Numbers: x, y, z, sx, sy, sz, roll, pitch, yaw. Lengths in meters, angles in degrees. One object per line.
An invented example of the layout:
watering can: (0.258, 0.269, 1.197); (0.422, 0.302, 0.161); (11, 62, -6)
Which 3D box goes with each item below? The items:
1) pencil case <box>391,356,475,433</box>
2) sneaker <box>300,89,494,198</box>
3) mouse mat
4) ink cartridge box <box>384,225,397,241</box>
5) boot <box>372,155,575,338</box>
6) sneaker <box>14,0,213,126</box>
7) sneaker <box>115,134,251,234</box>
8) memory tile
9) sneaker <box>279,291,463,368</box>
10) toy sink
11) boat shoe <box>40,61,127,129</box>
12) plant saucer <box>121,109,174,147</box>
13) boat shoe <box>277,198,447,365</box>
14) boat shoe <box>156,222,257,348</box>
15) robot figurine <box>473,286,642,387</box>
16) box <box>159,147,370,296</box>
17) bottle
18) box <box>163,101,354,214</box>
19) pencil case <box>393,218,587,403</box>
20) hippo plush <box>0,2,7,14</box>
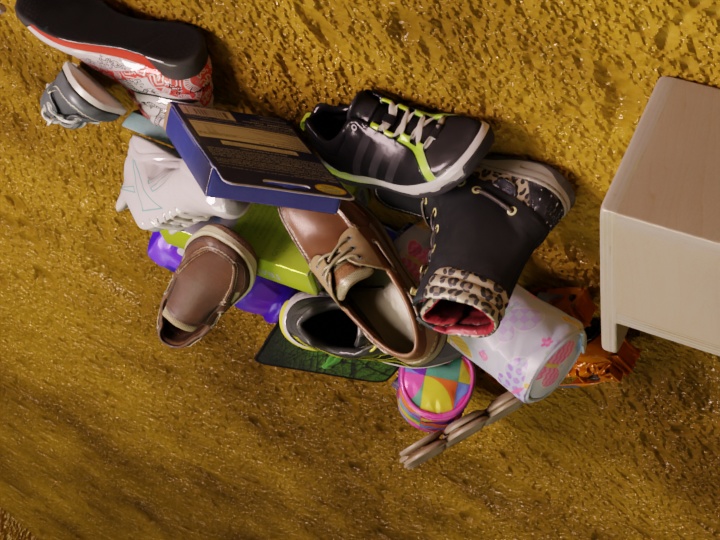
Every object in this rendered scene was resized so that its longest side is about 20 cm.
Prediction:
pencil case: (0.078, 0.125, 1.430); (0.088, 0.089, 0.200); (28, 172, 4)
sneaker: (0.021, -0.114, 1.146); (0.199, 0.072, 0.083); (1, 141, 45)
mouse mat: (-0.009, 0.064, 1.397); (0.159, 0.008, 0.200); (11, 145, -19)
ink cartridge box: (-0.022, -0.001, 1.424); (0.197, 0.044, 0.200); (26, 153, 9)
boot: (0.068, -0.028, 1.155); (0.202, 0.154, 0.074); (8, 147, 37)
sneaker: (-0.229, -0.196, 1.261); (0.200, 0.068, 0.108); (19, 150, 16)
sneaker: (-0.163, -0.066, 1.233); (0.070, 0.081, 0.200); (20, -178, -36)
memory tile: (0.110, 0.171, 1.443); (0.017, 0.152, 0.200); (60, 178, 10)
sneaker: (0.021, 0.062, 1.290); (0.198, 0.075, 0.085); (2, -174, -4)
toy sink: (0.253, -0.022, 1.005); (0.111, 0.131, 0.201); (18, 151, 21)
boat shoe: (-0.273, -0.158, 1.291); (0.073, 0.062, 0.200); (40, 180, -18)
plant saucer: (-0.133, -0.123, 1.289); (0.199, 0.070, 0.019); (22, 116, 26)
boat shoe: (0.000, 0.000, 1.188); (0.200, 0.076, 0.074); (47, -166, 10)
boat shoe: (-0.153, 0.026, 1.285); (0.074, 0.075, 0.202); (31, 152, -2)
robot figurine: (0.171, 0.068, 1.328); (0.145, 0.058, 0.199); (45, 150, -23)
box: (-0.105, -0.062, 1.309); (0.199, 0.123, 0.048); (19, 154, 21)
bottle: (-0.123, 0.002, 1.398); (0.199, 0.066, 0.084); (30, -171, -13)
box: (-0.092, -0.094, 1.166); (0.120, 0.033, 0.200); (7, -159, -24)
pencil case: (0.112, 0.034, 1.233); (0.200, 0.091, 0.083); (40, 156, 26)
hippo plush: (-0.352, -0.281, 1.121); (0.161, 0.201, 0.159); (38, 175, -35)
